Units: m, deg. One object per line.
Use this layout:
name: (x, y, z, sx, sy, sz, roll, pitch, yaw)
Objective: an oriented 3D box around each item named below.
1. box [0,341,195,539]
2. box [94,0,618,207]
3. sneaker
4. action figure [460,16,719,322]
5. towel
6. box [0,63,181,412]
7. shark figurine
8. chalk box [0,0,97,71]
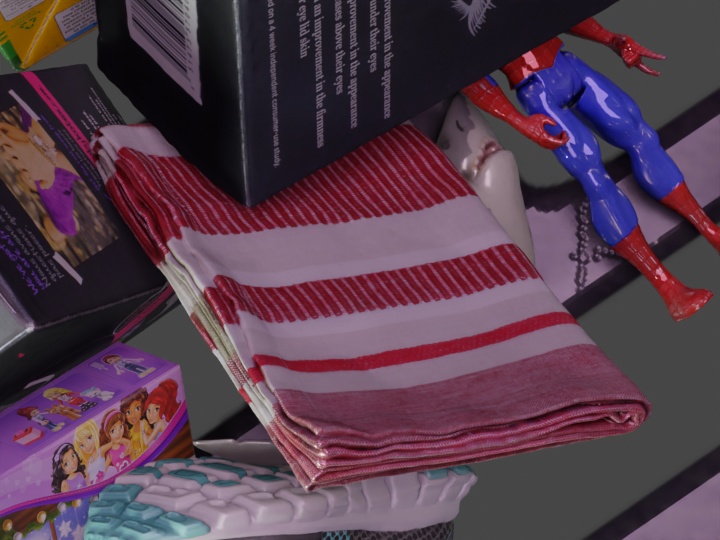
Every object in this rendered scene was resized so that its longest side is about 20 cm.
box: (-0.140, 0.132, 1.115, 0.200, 0.039, 0.137, -33, 127, -37)
box: (0.004, -0.143, 1.103, 0.200, 0.148, 0.104, -30, 54, -24)
sneaker: (-0.028, 0.119, 1.146, 0.078, 0.200, 0.091, 11, 98, 42)
action figure: (0.086, -0.072, 1.214, 0.200, 0.052, 0.065, 47, 69, -1)
towel: (0.000, 0.000, 1.095, 0.144, 0.023, 0.200, -8, 42, -30)
box: (-0.156, 0.001, 1.119, 0.122, 0.200, 0.106, -36, 85, 18)
shark figurine: (0.017, 0.040, 1.186, 0.089, 0.215, 0.128, -14, 118, 33)
chalk box: (-0.143, -0.208, 1.187, 0.124, 0.124, 0.200, -29, 70, -4)
